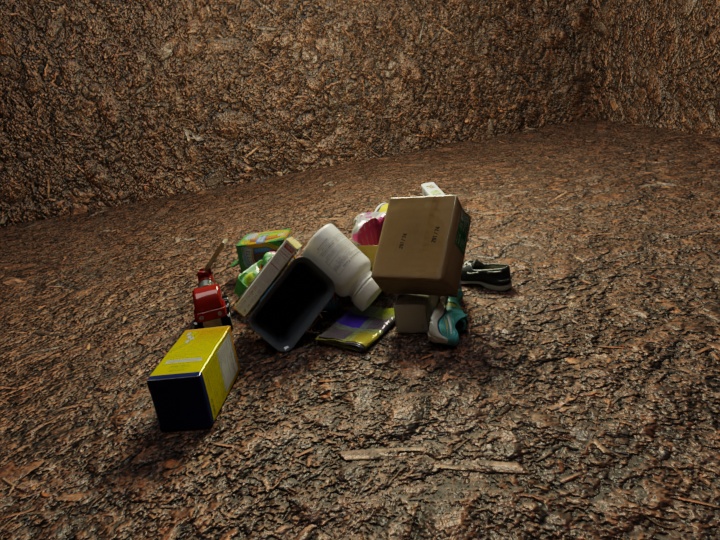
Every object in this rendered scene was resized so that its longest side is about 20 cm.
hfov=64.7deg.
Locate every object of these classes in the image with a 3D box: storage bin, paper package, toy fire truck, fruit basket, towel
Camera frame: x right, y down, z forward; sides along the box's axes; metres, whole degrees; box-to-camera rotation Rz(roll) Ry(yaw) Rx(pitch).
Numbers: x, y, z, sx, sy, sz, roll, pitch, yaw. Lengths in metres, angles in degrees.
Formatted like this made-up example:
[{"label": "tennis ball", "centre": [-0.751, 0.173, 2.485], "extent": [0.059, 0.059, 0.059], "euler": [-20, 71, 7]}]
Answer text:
[{"label": "storage bin", "centre": [-0.161, 0.073, 1.340], "extent": [0.202, 0.145, 0.134], "euler": [-51, 16, -3]}, {"label": "paper package", "centre": [0.139, -0.053, 1.279], "extent": [0.185, 0.206, 0.103], "euler": [2, -22, 32]}, {"label": "toy fire truck", "centre": [-0.379, 0.040, 1.456], "extent": [0.124, 0.207, 0.176], "euler": [-13, 20, -11]}, {"label": "fruit basket", "centre": [-0.259, -0.005, 1.554], "extent": [0.093, 0.202, 0.185], "euler": [38, 32, 3]}, {"label": "towel", "centre": [0.000, 0.128, 1.329], "extent": [0.140, 0.024, 0.199], "euler": [5, 25, 34]}]

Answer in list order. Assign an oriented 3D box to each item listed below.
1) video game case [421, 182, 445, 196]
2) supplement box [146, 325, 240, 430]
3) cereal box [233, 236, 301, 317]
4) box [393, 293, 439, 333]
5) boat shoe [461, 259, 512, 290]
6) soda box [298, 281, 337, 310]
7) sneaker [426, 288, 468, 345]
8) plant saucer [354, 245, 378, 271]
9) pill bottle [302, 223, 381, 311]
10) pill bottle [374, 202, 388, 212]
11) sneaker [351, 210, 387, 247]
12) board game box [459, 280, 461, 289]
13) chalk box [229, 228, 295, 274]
[{"label": "video game case", "centre": [0.224, -0.139, 1.671], "extent": [0.044, 0.207, 0.182], "euler": [-10, 19, 0]}, {"label": "supplement box", "centre": [-0.324, 0.208, 1.128], "extent": [0.105, 0.113, 0.201], "euler": [-6, 20, 7]}, {"label": "cereal box", "centre": [-0.216, 0.011, 1.348], "extent": [0.202, 0.039, 0.144], "euler": [-52, 5, 2]}, {"label": "box", "centre": [0.137, 0.072, 1.351], "extent": [0.079, 0.071, 0.201], "euler": [-3, 21, 16]}, {"label": "boat shoe", "centre": [0.304, 0.001, 1.476], "extent": [0.195, 0.062, 0.075], "euler": [8, 26, 38]}, {"label": "soda box", "centre": [-0.158, 0.067, 1.458], "extent": [0.193, 0.071, 0.064], "euler": [-1, -9, 18]}, {"label": "sneaker", "centre": [0.202, 0.105, 1.263], "extent": [0.077, 0.080, 0.201], "euler": [17, 33, 13]}, {"label": "plant saucer", "centre": [0.000, 0.000, 1.502], "extent": [0.193, 0.200, 0.050], "euler": [0, 66, 24]}, {"label": "pill bottle", "centre": [-0.038, -0.004, 1.374], "extent": [0.199, 0.115, 0.114], "euler": [43, 38, 10]}, {"label": "pill bottle", "centre": [0.142, -0.159, 1.888], "extent": [0.112, 0.118, 0.197], "euler": [-25, 26, -37]}, {"label": "sneaker", "centre": [0.016, -0.106, 1.500], "extent": [0.085, 0.084, 0.199], "euler": [1, 15, 24]}, {"label": "board game box", "centre": [0.184, -0.052, 1.463], "extent": [0.042, 0.206, 0.199], "euler": [-15, 21, -20]}, {"label": "chalk box", "centre": [-0.307, -0.044, 1.756], "extent": [0.192, 0.128, 0.125], "euler": [-6, 20, 6]}]
